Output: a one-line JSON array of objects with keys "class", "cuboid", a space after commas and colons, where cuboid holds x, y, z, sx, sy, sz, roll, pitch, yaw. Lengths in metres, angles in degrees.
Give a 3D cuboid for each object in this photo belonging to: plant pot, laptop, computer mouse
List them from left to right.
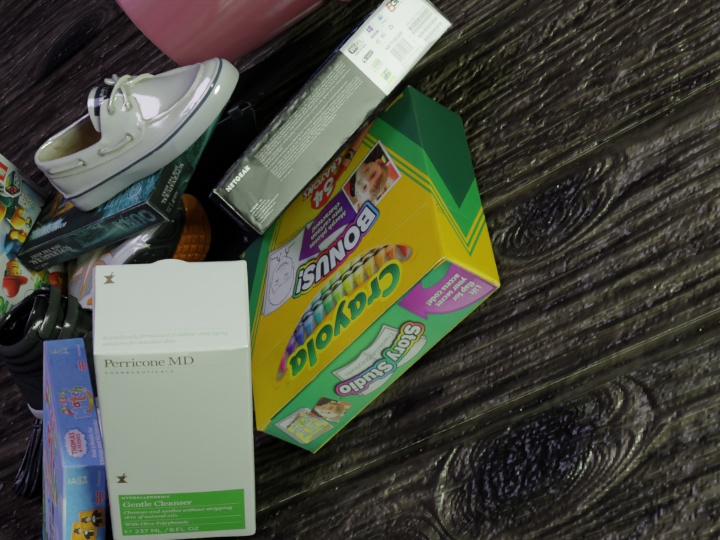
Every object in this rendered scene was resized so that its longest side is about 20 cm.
[{"class": "computer mouse", "cuboid": [-0.235, 0.134, 1.653, 0.199, 0.044, 0.111, -13, 55, 53]}, {"class": "plant pot", "cuboid": [-0.102, -0.261, 1.586, 0.179, 0.200, 0.201, -43, 34, 13]}, {"class": "laptop", "cuboid": [-0.099, -0.081, 1.649, 0.187, 0.116, 0.200, -22, 21, 48]}]

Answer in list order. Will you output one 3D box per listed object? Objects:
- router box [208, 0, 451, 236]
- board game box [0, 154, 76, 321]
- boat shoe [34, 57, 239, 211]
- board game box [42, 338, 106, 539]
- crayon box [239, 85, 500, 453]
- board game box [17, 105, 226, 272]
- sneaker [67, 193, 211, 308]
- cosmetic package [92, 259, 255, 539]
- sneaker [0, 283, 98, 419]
[{"class": "router box", "cuboid": [-0.026, -0.112, 1.422, 0.200, 0.051, 0.149, -48, 4, -4]}, {"class": "board game box", "cuboid": [-0.287, -0.001, 1.695, 0.034, 0.200, 0.127, 6, 69, 29]}, {"class": "boat shoe", "cuboid": [-0.179, -0.117, 1.533, 0.199, 0.070, 0.071, -28, 34, 38]}, {"class": "board game box", "cuboid": [-0.218, 0.177, 1.502, 0.152, 0.036, 0.202, -111, 24, -53]}, {"class": "crayon box", "cuboid": [0.000, 0.000, 1.381, 0.200, 0.058, 0.174, -44, 35, 29]}, {"class": "board game box", "cuboid": [-0.195, -0.078, 1.619, 0.199, 0.028, 0.136, -17, 42, 48]}, {"class": "sneaker", "cuboid": [-0.195, -0.018, 1.633, 0.200, 0.075, 0.093, -44, 56, 41]}, {"class": "cosmetic package", "cuboid": [-0.126, 0.091, 1.359, 0.201, 0.106, 0.085, 90, 176, -46]}, {"class": "sneaker", "cuboid": [-0.206, 0.049, 1.576, 0.198, 0.099, 0.071, -21, 41, 19]}]
